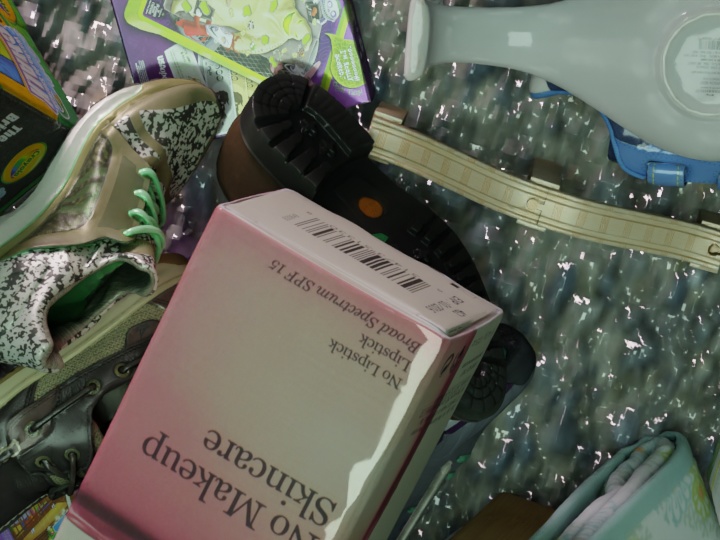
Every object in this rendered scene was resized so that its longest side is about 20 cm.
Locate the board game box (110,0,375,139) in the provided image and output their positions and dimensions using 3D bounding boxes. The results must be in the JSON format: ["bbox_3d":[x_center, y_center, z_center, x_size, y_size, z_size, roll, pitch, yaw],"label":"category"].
[{"bbox_3d":[-0.074,-0.170,1.258,0.120,0.032,0.200,-12,102,13],"label":"board game box"}]

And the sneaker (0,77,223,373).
[{"bbox_3d":[-0.121,-0.014,1.205,0.089,0.200,0.077,23,148,32],"label":"sneaker"}]

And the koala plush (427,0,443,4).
[{"bbox_3d":[0.014,-0.224,1.178,0.177,0.184,0.200,3,120,-26],"label":"koala plush"}]

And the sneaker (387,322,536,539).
[{"bbox_3d":[0.018,0.105,1.302,0.200,0.074,0.088,-32,122,13],"label":"sneaker"}]

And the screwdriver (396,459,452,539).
[{"bbox_3d":[0.013,0.147,1.270,0.028,0.029,0.200,-10,144,-26],"label":"screwdriver"}]

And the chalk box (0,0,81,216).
[{"bbox_3d":[-0.231,-0.088,1.228,0.125,0.200,0.124,-37,64,10],"label":"chalk box"}]

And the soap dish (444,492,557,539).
[{"bbox_3d":[0.087,0.233,1.266,0.081,0.157,0.200,-15,102,36],"label":"soap dish"}]

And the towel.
[{"bbox_3d":[0.139,0.194,1.238,0.048,0.200,0.171,-9,104,35],"label":"towel"}]

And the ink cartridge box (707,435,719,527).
[{"bbox_3d":[0.218,0.072,1.194,0.048,0.200,0.146,16,104,0],"label":"ink cartridge box"}]

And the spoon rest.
[{"bbox_3d":[0.121,-0.107,1.182,0.200,0.061,0.100,5,101,-2],"label":"spoon rest"}]

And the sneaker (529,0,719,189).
[{"bbox_3d":[0.174,-0.072,1.234,0.200,0.074,0.082,37,103,6],"label":"sneaker"}]

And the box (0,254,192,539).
[{"bbox_3d":[-0.106,0.093,1.281,0.200,0.039,0.137,-38,63,13],"label":"box"}]

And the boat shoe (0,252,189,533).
[{"bbox_3d":[-0.144,0.077,1.229,0.200,0.073,0.065,-46,64,-4],"label":"boat shoe"}]

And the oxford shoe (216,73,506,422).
[{"bbox_3d":[0.000,0.000,1.246,0.200,0.073,0.084,54,136,10],"label":"oxford shoe"}]

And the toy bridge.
[{"bbox_3d":[0.091,-0.040,1.250,0.200,0.067,0.027,18,104,1],"label":"toy bridge"}]

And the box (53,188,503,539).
[{"bbox_3d":[-0.041,0.079,1.158,0.128,0.109,0.200,29,103,11],"label":"box"}]
